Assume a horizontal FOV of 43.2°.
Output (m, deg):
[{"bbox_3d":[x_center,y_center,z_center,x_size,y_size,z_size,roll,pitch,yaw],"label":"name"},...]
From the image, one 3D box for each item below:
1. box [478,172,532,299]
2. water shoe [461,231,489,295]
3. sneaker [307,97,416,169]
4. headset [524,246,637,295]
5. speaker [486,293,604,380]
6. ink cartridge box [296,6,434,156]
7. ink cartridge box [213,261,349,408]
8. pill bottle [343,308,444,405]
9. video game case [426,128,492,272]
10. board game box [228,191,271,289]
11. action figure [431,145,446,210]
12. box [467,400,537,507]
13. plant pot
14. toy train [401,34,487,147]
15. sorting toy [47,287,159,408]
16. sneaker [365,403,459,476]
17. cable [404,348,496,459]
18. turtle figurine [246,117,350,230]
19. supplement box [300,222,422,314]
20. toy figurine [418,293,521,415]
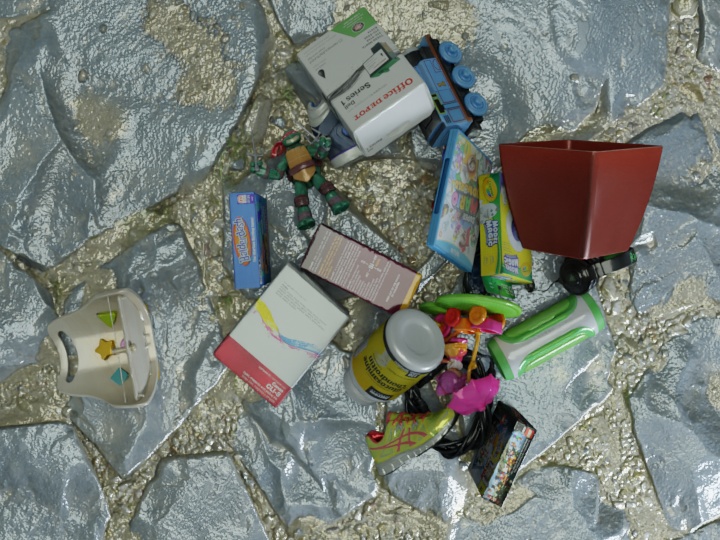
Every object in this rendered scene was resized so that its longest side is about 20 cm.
[{"bbox_3d":[0.249,-0.056,1.560,0.048,0.117,0.203,-6,79,36],"label":"box"},{"bbox_3d":[0.221,-0.042,1.599,0.070,0.079,0.203,4,91,-1],"label":"water shoe"},{"bbox_3d":[0.005,-0.283,1.589,0.198,0.081,0.148,-28,91,-1],"label":"sneaker"},{"bbox_3d":[0.377,-0.010,1.587,0.198,0.123,0.095,-21,91,20],"label":"headset"},{"bbox_3d":[0.326,0.114,1.601,0.198,0.088,0.089,-28,92,0],"label":"speaker"},{"bbox_3d":[0.009,-0.312,1.503,0.145,0.084,0.201,-35,62,0],"label":"ink cartridge box"},{"bbox_3d":[-0.130,0.103,1.565,0.144,0.145,0.201,40,91,-2],"label":"ink cartridge box"},{"bbox_3d":[0.049,0.155,1.541,0.111,0.200,0.113,15,55,-22],"label":"pill bottle"},{"bbox_3d":[0.168,-0.115,1.521,0.018,0.143,0.203,5,75,34],"label":"video game case"},{"bbox_3d":[-0.184,-0.050,1.534,0.044,0.200,0.155,-4,91,0],"label":"board game box"},{"bbox_3d":[0.160,-0.139,1.610,0.064,0.099,0.203,7,69,2],"label":"action figure"},{"bbox_3d":[0.238,0.307,1.548,0.037,0.200,0.138,25,92,-1],"label":"box"},{"bbox_3d":[0.362,-0.121,1.519,0.198,0.199,0.179,-9,105,-39],"label":"plant pot"},{"bbox_3d":[0.137,-0.309,1.557,0.113,0.087,0.202,-14,71,-29],"label":"toy train"},{"bbox_3d":[-0.457,0.140,1.591,0.177,0.107,0.203,-9,92,7],"label":"sorting toy"},{"bbox_3d":[0.085,0.278,1.585,0.199,0.078,0.091,-37,83,24],"label":"sneaker"},{"bbox_3d":[0.156,0.235,1.618,0.161,0.051,0.203,8,93,3],"label":"cable"},{"bbox_3d":[-0.101,-0.179,1.565,0.149,0.100,0.202,-29,80,19],"label":"turtle figurine"},{"bbox_3d":[0.000,0.000,1.582,0.198,0.110,0.087,27,90,-1],"label":"supplement box"},{"bbox_3d":[0.170,0.149,1.537,0.149,0.198,0.187,21,72,-42],"label":"toy figurine"}]
